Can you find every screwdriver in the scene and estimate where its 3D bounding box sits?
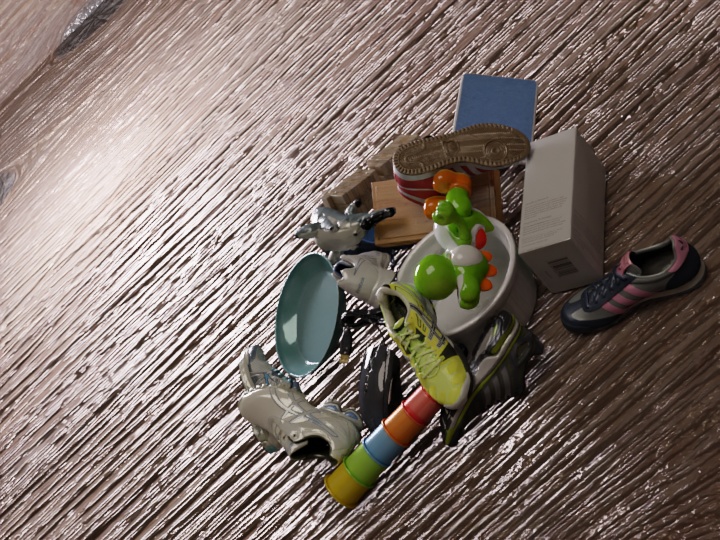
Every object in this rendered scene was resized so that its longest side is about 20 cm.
[{"bbox_3d":[0.080,0.153,1.450,0.200,0.028,0.029,-40,25,39],"label":"screwdriver"}]

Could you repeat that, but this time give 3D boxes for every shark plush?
[{"bbox_3d":[-0.026,-0.082,1.602,0.200,0.090,0.084,-26,36,58],"label":"shark plush"}]

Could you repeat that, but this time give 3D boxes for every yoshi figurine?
[{"bbox_3d":[0.112,-0.036,1.400,0.111,0.112,0.201,-28,47,27],"label":"yoshi figurine"}]

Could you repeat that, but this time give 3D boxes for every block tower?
[{"bbox_3d":[0.028,-0.153,1.718,0.200,0.054,0.058,-40,26,-25],"label":"block tower"}]

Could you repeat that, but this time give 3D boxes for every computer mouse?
[{"bbox_3d":[0.005,0.148,1.474,0.140,0.046,0.202,0,91,52],"label":"computer mouse"}]

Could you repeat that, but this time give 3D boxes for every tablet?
[{"bbox_3d":[0.216,-0.245,1.647,0.129,0.014,0.201,7,50,7],"label":"tablet"}]

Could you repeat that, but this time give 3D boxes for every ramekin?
[{"bbox_3d":[0.154,0.030,1.466,0.199,0.098,0.202,-25,44,26],"label":"ramekin"}]

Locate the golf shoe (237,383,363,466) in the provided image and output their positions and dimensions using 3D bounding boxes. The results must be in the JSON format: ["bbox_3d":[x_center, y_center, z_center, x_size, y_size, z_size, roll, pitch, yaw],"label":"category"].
[{"bbox_3d":[-0.099,0.225,1.482,0.198,0.079,0.097,9,37,21],"label":"golf shoe"}]

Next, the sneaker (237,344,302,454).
[{"bbox_3d":[-0.132,0.193,1.623,0.086,0.078,0.201,-26,49,6],"label":"sneaker"}]

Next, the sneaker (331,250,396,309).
[{"bbox_3d":[0.000,0.000,1.563,0.200,0.086,0.075,-125,58,-79],"label":"sneaker"}]

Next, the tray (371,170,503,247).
[{"bbox_3d":[0.114,-0.097,1.558,0.198,0.037,0.100,-7,81,25],"label":"tray"}]

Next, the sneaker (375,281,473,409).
[{"bbox_3d":[0.077,0.100,1.354,0.075,0.076,0.201,-48,54,24],"label":"sneaker"}]

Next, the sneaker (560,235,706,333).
[{"bbox_3d":[0.337,0.012,1.326,0.199,0.082,0.071,-29,42,22],"label":"sneaker"}]

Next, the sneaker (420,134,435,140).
[{"bbox_3d":[0.141,-0.123,1.600,0.075,0.106,0.201,-37,40,11],"label":"sneaker"}]

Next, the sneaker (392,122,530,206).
[{"bbox_3d":[0.144,-0.150,1.496,0.198,0.113,0.072,-8,67,-2],"label":"sneaker"}]

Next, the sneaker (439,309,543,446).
[{"bbox_3d":[0.172,0.156,1.363,0.201,0.080,0.074,-59,12,15],"label":"sneaker"}]

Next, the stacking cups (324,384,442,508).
[{"bbox_3d":[0.033,0.236,1.399,0.200,0.060,0.061,-50,37,17],"label":"stacking cups"}]

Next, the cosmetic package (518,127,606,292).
[{"bbox_3d":[0.286,-0.085,1.437,0.084,0.108,0.201,-17,46,33],"label":"cosmetic package"}]

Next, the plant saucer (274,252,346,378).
[{"bbox_3d":[-0.074,0.073,1.640,0.199,0.036,0.202,-24,60,52],"label":"plant saucer"}]

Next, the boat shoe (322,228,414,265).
[{"bbox_3d":[0.024,-0.052,1.682,0.199,0.069,0.085,1,50,42],"label":"boat shoe"}]
